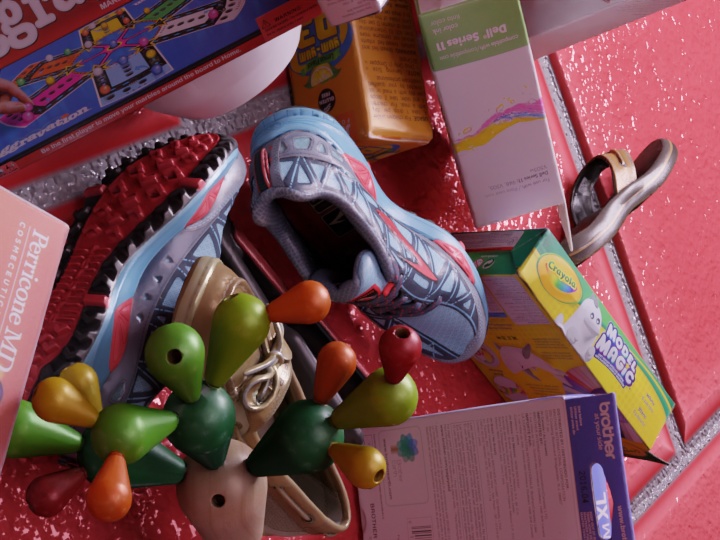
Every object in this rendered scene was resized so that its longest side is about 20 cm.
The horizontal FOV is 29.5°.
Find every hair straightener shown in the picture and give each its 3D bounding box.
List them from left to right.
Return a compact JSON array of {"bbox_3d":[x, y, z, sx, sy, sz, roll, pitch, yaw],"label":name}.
[{"bbox_3d":[-0.059,0.032,0.801,0.201,0.041,0.077,56,45,-21],"label":"hair straightener"}]

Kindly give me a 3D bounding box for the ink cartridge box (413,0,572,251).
[{"bbox_3d":[0.088,-0.113,0.928,0.118,0.066,0.202,-95,169,-57],"label":"ink cartridge box"}]

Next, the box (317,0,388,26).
[{"bbox_3d":[0.003,-0.235,0.688,0.145,0.036,0.201,62,39,-26],"label":"box"}]

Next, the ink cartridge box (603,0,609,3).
[{"bbox_3d":[0.089,-0.277,0.902,0.175,0.045,0.202,-1,56,-51],"label":"ink cartridge box"}]

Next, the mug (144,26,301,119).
[{"bbox_3d":[-0.097,-0.180,0.749,0.154,0.148,0.188,54,52,-33],"label":"mug"}]

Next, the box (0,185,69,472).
[{"bbox_3d":[-0.242,0.014,0.556,0.199,0.105,0.154,31,58,-38],"label":"box"}]

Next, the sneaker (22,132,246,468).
[{"bbox_3d":[-0.117,0.015,0.730,0.201,0.078,0.096,-60,139,-27],"label":"sneaker"}]

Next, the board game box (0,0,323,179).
[{"bbox_3d":[-0.124,-0.125,0.665,0.104,0.198,0.020,64,-2,-40],"label":"board game box"}]

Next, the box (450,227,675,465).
[{"bbox_3d":[0.132,0.057,0.945,0.049,0.117,0.201,-51,118,-26],"label":"box"}]

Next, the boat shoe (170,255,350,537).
[{"bbox_3d":[-0.050,0.073,0.722,0.074,0.062,0.202,-68,156,-44],"label":"boat shoe"}]

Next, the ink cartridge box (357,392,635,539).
[{"bbox_3d":[0.082,0.140,0.807,0.042,0.198,0.121,2,78,-46],"label":"ink cartridge box"}]

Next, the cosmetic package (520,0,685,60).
[{"bbox_3d":[0.167,-0.235,1.007,0.081,0.198,0.115,-9,83,-49],"label":"cosmetic package"}]

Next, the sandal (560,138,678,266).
[{"bbox_3d":[0.192,-0.060,1.094,0.055,0.082,0.200,47,52,2],"label":"sandal"}]

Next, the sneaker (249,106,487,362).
[{"bbox_3d":[0.000,0.000,0.828,0.200,0.079,0.096,43,30,-21],"label":"sneaker"}]

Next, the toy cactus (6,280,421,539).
[{"bbox_3d":[-0.066,0.088,0.636,0.166,0.197,0.103,83,-9,-51],"label":"toy cactus"}]

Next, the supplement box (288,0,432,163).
[{"bbox_3d":[-0.010,-0.174,0.894,0.068,0.066,0.203,-5,83,-48],"label":"supplement box"}]
